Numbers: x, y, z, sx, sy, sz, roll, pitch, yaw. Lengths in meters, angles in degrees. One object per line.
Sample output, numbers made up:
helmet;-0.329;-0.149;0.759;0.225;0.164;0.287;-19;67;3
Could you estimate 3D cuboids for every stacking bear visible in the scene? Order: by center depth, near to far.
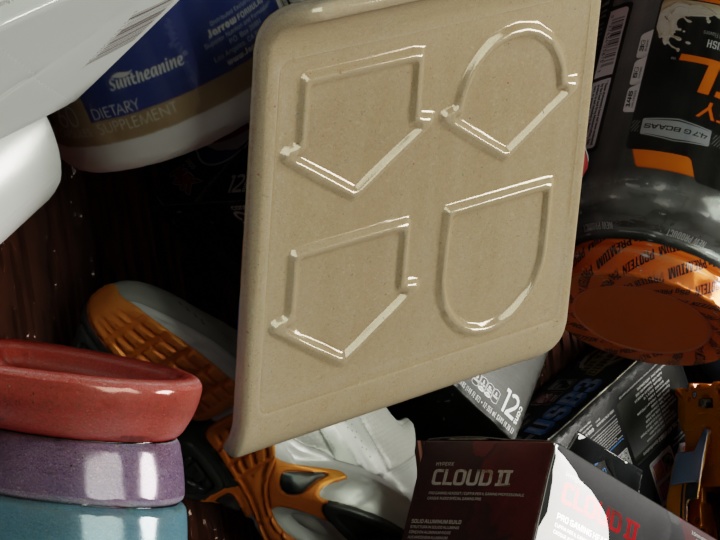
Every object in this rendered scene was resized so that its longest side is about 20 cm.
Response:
stacking bear;-0.126;0.134;1.073;0.121;0.113;0.201;-1;99;-72

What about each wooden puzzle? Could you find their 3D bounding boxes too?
wooden puzzle;0.017;-0.035;1.140;0.185;0.046;0.201;-16;125;-39

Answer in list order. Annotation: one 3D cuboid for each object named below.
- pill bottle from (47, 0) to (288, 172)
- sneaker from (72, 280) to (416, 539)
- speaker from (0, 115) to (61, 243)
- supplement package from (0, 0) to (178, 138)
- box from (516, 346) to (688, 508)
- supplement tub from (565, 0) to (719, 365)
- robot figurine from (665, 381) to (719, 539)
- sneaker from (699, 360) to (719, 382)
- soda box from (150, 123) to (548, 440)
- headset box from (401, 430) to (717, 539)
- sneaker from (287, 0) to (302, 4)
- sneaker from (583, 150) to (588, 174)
pill bottle;-0.106;-0.149;1.108;0.111;0.111;0.201;-42;118;-41
sneaker;-0.047;0.056;1.208;0.200;0.076;0.092;43;35;-34
speaker;-0.197;-0.003;1.020;0.200;0.081;0.081;-47;121;-39
supplement package;-0.167;-0.149;0.960;0.150;0.152;0.200;-32;86;-45
box;0.117;0.161;1.389;0.200;0.050;0.199;-38;116;-43
supplement tub;0.159;-0.062;1.385;0.122;0.122;0.201;38;57;-40
robot figurine;0.207;0.157;1.403;0.144;0.058;0.201;4;84;-35
sneaker;0.261;0.033;1.525;0.202;0.077;0.147;-35;103;-33
soda box;0.000;0.000;1.248;0.200;0.071;0.064;44;58;-37
headset box;0.080;0.171;1.185;0.149;0.077;0.201;33;66;-42
sneaker;0.037;-0.086;1.201;0.200;0.080;0.074;55;12;-37
sneaker;0.076;-0.113;1.328;0.112;0.071;0.200;40;76;-37
